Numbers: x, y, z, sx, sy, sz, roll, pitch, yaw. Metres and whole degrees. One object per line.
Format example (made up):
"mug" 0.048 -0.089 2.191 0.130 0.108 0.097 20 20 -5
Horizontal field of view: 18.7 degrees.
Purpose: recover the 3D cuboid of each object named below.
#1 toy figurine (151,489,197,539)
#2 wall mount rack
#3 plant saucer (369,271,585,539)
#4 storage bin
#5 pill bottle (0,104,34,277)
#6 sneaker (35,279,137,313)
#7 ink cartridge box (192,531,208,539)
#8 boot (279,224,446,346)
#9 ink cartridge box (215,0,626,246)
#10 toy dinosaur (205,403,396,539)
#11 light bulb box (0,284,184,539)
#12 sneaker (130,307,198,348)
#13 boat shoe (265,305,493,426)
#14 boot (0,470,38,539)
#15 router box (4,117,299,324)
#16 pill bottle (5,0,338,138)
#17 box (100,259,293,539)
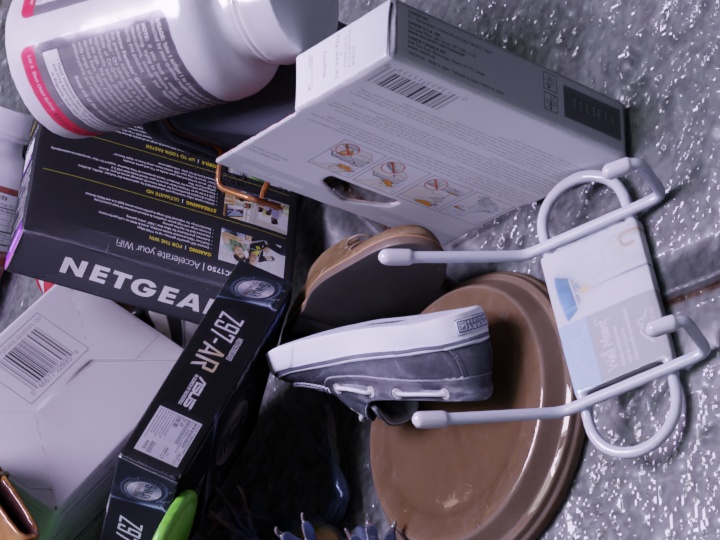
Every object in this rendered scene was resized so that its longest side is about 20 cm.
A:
"toy figurine" -0.064 0.262 1.394 0.150 0.183 0.201 -46 -22 -69
"wall mount rack" 0.111 0.021 1.308 0.173 0.075 0.201 -24 55 18
"plant saucer" 0.068 0.096 1.406 0.200 0.029 0.201 -26 56 47
"storage bin" -0.032 -0.111 1.496 0.134 0.199 0.146 16 89 45
"pill bottle" -0.361 -0.056 1.969 0.112 0.112 0.201 21 93 54
"sneaker" -0.193 -0.019 1.708 0.200 0.071 0.113 -53 55 34
"ink cartridge box" -0.149 0.296 1.566 0.146 0.083 0.201 25 96 53
"boot" 0.000 0.000 1.483 0.200 0.073 0.076 -39 34 57
"ink cartridge box" 0.038 -0.087 1.373 0.173 0.199 0.044 -25 55 45
"toy dinosaur" -0.045 0.194 1.471 0.181 0.104 0.201 137 120 -70
"light bulb box" -0.239 0.148 1.592 0.198 0.124 0.200 -47 -13 -48
"sneaker" -0.182 0.079 1.696 0.200 0.087 0.076 -53 40 26
"boat shoe" 0.013 0.067 1.415 0.199 0.072 0.068 -10 92 47
"boot" -0.243 0.227 1.436 0.200 0.068 0.189 -57 49 37
"router box" -0.145 -0.042 1.573 0.051 0.199 0.150 121 160 -45
"pill bottle" -0.118 -0.155 1.388 0.199 0.111 0.111 -11 66 32
"box" -0.115 0.115 1.481 0.200 0.043 0.161 -61 -9 -45
